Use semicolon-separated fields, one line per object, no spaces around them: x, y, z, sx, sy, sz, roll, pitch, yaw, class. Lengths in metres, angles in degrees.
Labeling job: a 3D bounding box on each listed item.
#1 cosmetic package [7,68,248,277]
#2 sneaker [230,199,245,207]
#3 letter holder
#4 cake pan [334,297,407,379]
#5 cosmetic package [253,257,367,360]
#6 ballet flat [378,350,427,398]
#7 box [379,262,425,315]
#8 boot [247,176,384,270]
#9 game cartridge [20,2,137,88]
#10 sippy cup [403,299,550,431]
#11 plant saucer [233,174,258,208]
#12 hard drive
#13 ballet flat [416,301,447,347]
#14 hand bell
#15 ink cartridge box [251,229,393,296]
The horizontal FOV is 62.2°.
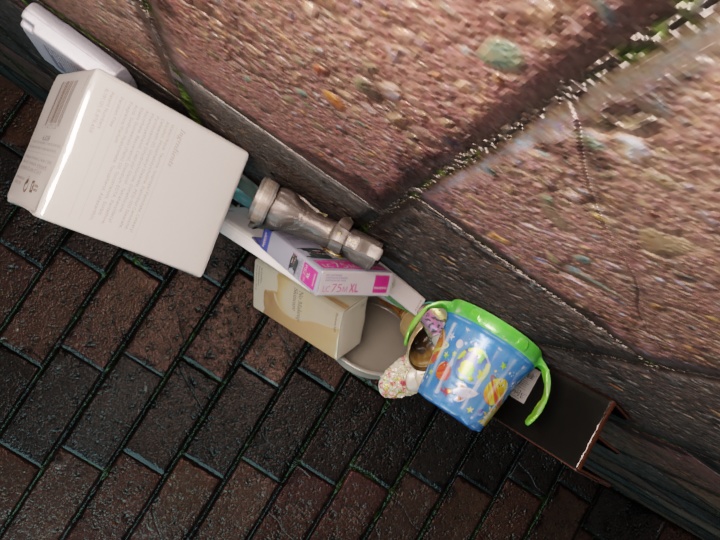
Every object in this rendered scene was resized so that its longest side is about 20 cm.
-0.277;-0.114;0.719;0.198;0.169;0.166;24;175;-41;cosmetic package
-0.201;-0.089;1.124;0.198;0.080;0.129;36;172;-22;sneaker
0.277;0.207;0.863;0.142;0.102;0.199;36;174;-41;letter holder
0.021;0.115;1.091;0.198;0.201;0.037;32;135;10;cake pan
-0.089;0.052;1.013;0.198;0.107;0.071;27;-143;28;cosmetic package
0.122;0.164;1.020;0.064;0.198;0.077;16;126;57;ballet flat
0.000;0.000;0.987;0.144;0.037;0.199;38;174;-36;box
-0.053;-0.049;0.756;0.172;0.070;0.200;26;-178;-7;boot
-0.354;-0.263;0.772;0.133;0.041;0.200;40;172;-20;game cartridge
0.146;0.129;0.776;0.177;0.132;0.139;26;171;46;sippy cup
-0.224;-0.153;0.987;0.198;0.028;0.200;33;173;4;plant saucer
-0.133;-0.037;0.936;0.198;0.027;0.132;32;-167;10;hard drive
0.158;0.123;0.913;0.069;0.072;0.199;-18;136;43;ballet flat
0.073;0.070;1.027;0.104;0.104;0.200;38;-175;-42;hand bell
-0.058;-0.021;0.828;0.118;0.043;0.199;3;-161;-37;ink cartridge box
